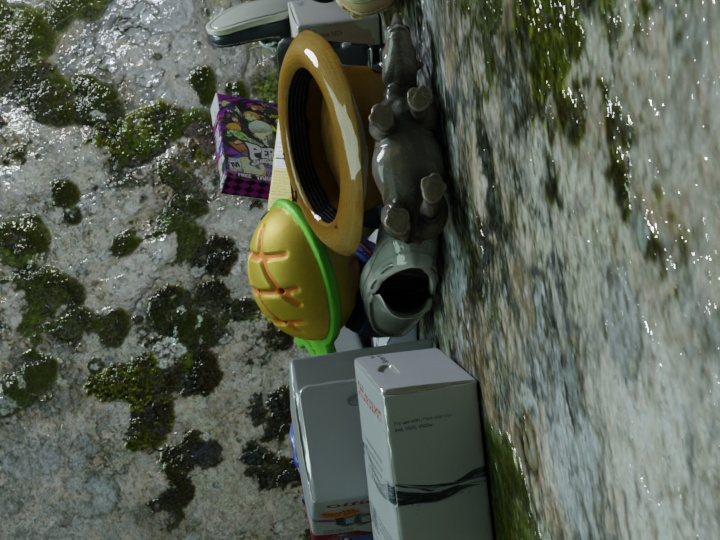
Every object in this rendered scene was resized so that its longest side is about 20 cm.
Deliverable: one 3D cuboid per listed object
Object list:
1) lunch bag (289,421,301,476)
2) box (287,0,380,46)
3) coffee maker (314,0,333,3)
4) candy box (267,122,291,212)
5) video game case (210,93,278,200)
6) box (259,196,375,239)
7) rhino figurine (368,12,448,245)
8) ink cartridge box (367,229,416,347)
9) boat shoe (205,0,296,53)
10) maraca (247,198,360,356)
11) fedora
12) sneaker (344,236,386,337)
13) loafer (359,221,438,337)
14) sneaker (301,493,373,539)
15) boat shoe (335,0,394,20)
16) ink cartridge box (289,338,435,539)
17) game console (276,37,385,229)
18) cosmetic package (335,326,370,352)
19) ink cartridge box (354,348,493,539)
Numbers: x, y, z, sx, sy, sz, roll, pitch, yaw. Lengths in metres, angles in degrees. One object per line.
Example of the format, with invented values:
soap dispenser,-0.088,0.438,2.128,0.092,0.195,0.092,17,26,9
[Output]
lunch bag,-0.026,0.218,1.559,0.200,0.082,0.162,-93,-18,-73
box,-0.023,-0.196,1.432,0.078,0.094,0.201,-107,9,-56
coffee maker,-0.090,-0.373,1.361,0.135,0.191,0.200,-64,21,10
candy box,-0.056,-0.108,1.601,0.116,0.056,0.201,8,-90,-57
video game case,-0.094,-0.156,1.726,0.182,0.199,0.036,-102,26,-47
box,-0.046,-0.040,1.538,0.200,0.048,0.118,-33,-56,-48
rhino figurine,0.035,-0.115,1.047,0.087,0.059,0.201,69,-165,-75
ink cartridge box,0.026,0.017,1.435,0.163,0.050,0.201,-104,5,-48
boat shoe,-0.083,-0.278,1.465,0.075,0.199,0.062,28,133,40
maraca,-0.055,0.018,1.295,0.137,0.106,0.201,52,155,42
fedora,-0.009,-0.116,1.153,0.200,0.081,0.202,165,90,-69
sneaker,0.000,0.000,1.368,0.200,0.078,0.076,51,129,44
loafer,0.035,0.017,1.195,0.200,0.069,0.070,93,175,-61
sneaker,0.015,0.299,1.393,0.200,0.078,0.066,46,140,21
boat shoe,0.005,-0.266,1.181,0.200,0.074,0.067,-102,-6,-59
ink cartridge box,0.009,0.173,1.296,0.200,0.144,0.146,93,167,-68
game console,-0.011,-0.112,1.272,0.176,0.116,0.201,-105,9,-60
cosmetic package,-0.001,0.128,1.510,0.151,0.051,0.201,36,-147,-81
ink cartridge box,0.054,0.178,1.108,0.147,0.082,0.201,-140,43,-77
